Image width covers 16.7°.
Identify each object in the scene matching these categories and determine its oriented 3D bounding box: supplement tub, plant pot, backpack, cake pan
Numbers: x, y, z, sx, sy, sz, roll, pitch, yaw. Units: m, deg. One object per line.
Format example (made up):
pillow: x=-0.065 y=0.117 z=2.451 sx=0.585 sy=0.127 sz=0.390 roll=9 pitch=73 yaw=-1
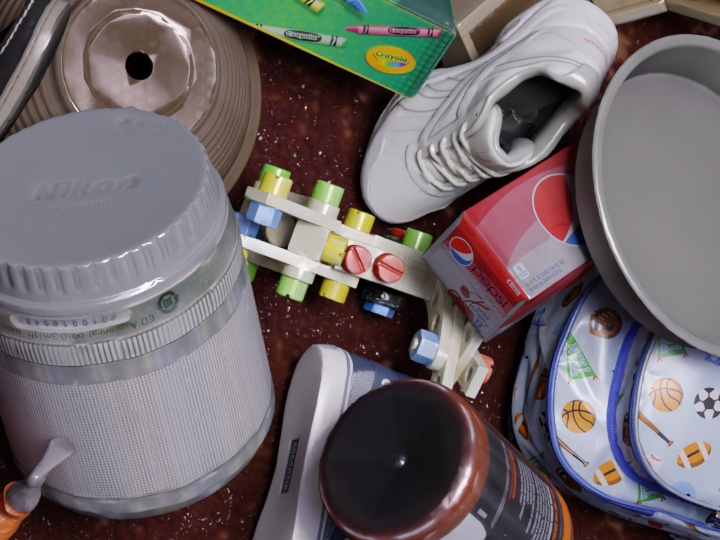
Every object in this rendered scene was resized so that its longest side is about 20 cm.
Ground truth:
supplement tub: x=0.062 y=0.149 z=1.475 sx=0.200 sy=0.107 sz=0.107 roll=44 pitch=65 yaw=-51
plant pot: x=-0.147 y=-0.116 z=1.488 sx=0.200 sy=0.093 sz=0.202 roll=3 pitch=81 yaw=-20
backpack: x=0.198 y=0.081 z=1.570 sx=0.190 sy=0.154 sz=0.201 roll=14 pitch=80 yaw=-10
cake pan: x=0.205 y=-0.042 z=1.478 sx=0.200 sy=0.037 sz=0.201 roll=11 pitch=71 yaw=-34

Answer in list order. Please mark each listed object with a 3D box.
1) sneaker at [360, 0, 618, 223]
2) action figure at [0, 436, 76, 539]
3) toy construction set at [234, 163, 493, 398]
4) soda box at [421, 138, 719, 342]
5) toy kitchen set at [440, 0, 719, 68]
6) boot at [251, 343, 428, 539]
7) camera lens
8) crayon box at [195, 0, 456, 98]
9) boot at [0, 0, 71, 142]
sneaker: x=0.071 y=-0.087 z=1.520 sx=0.078 sy=0.200 sz=0.099 roll=41 pitch=29 yaw=-18
action figure: x=-0.270 y=0.148 z=1.381 sx=0.199 sy=0.105 sz=0.194 roll=20 pitch=116 yaw=-5
toy construction set: x=0.000 y=0.000 z=1.507 sx=0.200 sy=0.131 sz=0.092 roll=35 pitch=84 yaw=-17
soda box: x=0.135 y=-0.038 z=1.508 sx=0.200 sy=0.063 sz=0.070 roll=-33 pitch=81 yaw=-35
toy kitchen set: x=0.190 y=-0.134 z=1.576 sx=0.180 sy=0.200 sz=0.163 roll=-42 pitch=128 yaw=-20
boot: x=-0.010 y=0.152 z=1.517 sx=0.090 sy=0.073 sz=0.201 roll=17 pitch=82 yaw=-23
camera lens: x=-0.139 y=0.029 z=1.402 sx=0.160 sy=0.160 sz=0.200 roll=-29 pitch=133 yaw=-21
crayon box: x=-0.043 y=-0.195 z=1.517 sx=0.199 sy=0.119 sz=0.058 roll=23 pitch=120 yaw=-19
boot: x=-0.272 y=-0.113 z=1.411 sx=0.150 sy=0.200 sz=0.073 roll=37 pitch=28 yaw=-7
